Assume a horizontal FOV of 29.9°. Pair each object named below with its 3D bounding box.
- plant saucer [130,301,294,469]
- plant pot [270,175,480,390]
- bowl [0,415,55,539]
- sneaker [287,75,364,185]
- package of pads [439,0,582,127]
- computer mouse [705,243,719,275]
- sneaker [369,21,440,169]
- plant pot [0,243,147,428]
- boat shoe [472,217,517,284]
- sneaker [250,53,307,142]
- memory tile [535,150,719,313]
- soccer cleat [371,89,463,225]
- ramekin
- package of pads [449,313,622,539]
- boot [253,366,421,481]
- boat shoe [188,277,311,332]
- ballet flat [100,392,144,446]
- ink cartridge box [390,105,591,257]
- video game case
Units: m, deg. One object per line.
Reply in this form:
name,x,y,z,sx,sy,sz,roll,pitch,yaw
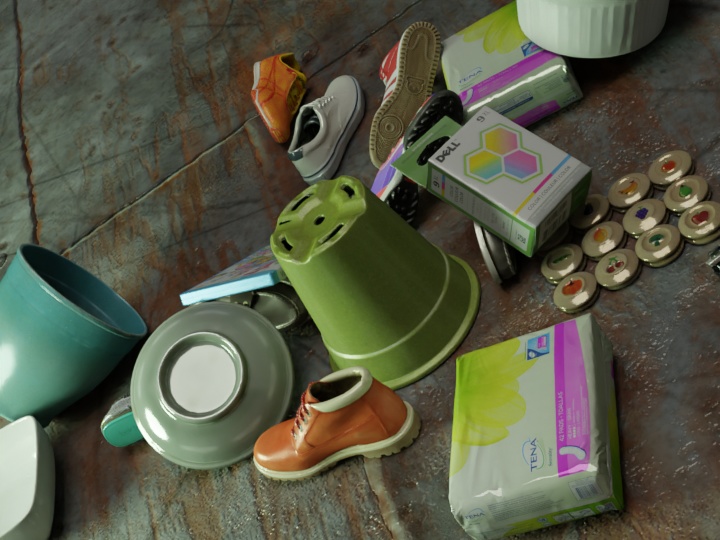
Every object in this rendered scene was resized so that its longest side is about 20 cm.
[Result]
plant saucer,-0.178,0.127,1.553,0.200,0.050,0.200,-4,72,12
plant pot,0.000,0.000,1.494,0.200,0.190,0.200,-25,37,21
bowl,-0.458,0.300,1.683,0.200,0.075,0.200,-32,37,11
sneaker,-0.047,-0.210,1.867,0.073,0.071,0.200,-14,42,31
package of pads,0.184,-0.253,1.709,0.154,0.068,0.200,-27,37,16
computer mouse,0.414,-0.008,1.246,0.138,0.053,0.200,-35,35,5
sneaker,0.054,-0.224,1.795,0.112,0.071,0.200,171,116,-81
plant pot,-0.418,0.097,1.776,0.188,0.200,0.200,-53,35,6
boat shoe,0.159,-0.073,1.531,0.060,0.072,0.202,-14,49,11
sneaker,-0.117,-0.263,1.993,0.077,0.073,0.200,-19,42,11
memory tile,0.281,-0.045,1.438,0.200,0.017,0.153,-30,36,14
soccer cleat,0.058,-0.134,1.649,0.200,0.068,0.073,-65,32,11
ramekin,0.282,-0.342,1.636,0.200,0.098,0.201,-3,41,3
package of pads,0.162,0.149,1.277,0.154,0.068,0.200,-21,39,24
boot,-0.047,0.159,1.438,0.200,0.107,0.075,-22,41,26
boat shoe,-0.138,0.049,1.654,0.200,0.072,0.060,-1,23,47
ballet flat,-0.226,0.155,1.640,0.200,0.072,0.072,-21,39,22
ink cartridge box,0.141,-0.112,1.481,0.200,0.059,0.104,35,63,23
video game case,-0.112,-0.008,1.665,0.143,0.018,0.200,-13,12,32
